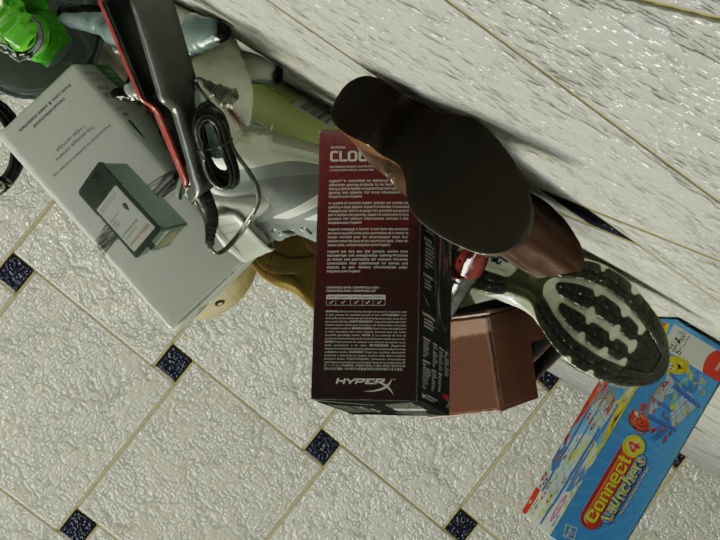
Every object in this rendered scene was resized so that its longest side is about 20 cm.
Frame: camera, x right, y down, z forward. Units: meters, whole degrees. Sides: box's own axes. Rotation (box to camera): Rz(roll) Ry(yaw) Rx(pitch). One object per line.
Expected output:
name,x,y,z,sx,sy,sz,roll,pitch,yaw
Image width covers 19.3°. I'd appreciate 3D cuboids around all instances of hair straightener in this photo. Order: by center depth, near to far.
hair straightener,-0.115,-0.103,1.433,0.077,0.041,0.201,4,117,46

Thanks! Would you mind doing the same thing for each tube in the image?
tube,-0.089,-0.135,1.640,0.200,0.052,0.058,34,144,19

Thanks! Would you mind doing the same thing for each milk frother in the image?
milk frother,-0.293,-0.154,1.805,0.180,0.201,0.188,20,176,11

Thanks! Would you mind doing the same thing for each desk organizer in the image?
desk organizer,0.120,0.062,1.682,0.071,0.077,0.200,-8,-178,30

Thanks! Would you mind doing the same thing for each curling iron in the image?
curling iron,0.074,0.003,1.514,0.025,0.050,0.200,22,150,-7

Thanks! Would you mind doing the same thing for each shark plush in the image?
shark plush,-0.152,-0.154,1.519,0.199,0.084,0.091,30,178,21

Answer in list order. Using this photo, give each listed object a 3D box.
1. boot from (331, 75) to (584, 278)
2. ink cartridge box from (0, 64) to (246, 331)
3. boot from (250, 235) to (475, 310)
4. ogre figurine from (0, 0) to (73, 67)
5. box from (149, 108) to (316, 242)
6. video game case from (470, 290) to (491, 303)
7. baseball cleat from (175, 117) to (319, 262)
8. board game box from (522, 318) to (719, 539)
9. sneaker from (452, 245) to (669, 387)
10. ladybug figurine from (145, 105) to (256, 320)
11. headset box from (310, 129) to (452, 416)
boot,0.091,-0.029,1.287,0.200,0.064,0.186,37,-173,-46
ink cartridge box,-0.171,-0.059,1.646,0.200,0.084,0.146,48,-173,-2
boot,0.000,0.000,1.743,0.154,0.072,0.200,16,-162,-46
ogre figurine,-0.281,-0.220,1.609,0.199,0.098,0.120,28,174,29
box,-0.092,-0.099,1.673,0.136,0.040,0.200,24,-162,-28
video game case,0.047,-0.022,1.903,0.199,0.024,0.182,30,-161,20
baseball cleat,-0.038,-0.048,1.563,0.199,0.107,0.070,19,-161,-12
board game box,0.214,0.136,1.726,0.056,0.196,0.200,31,178,-1
sneaker,0.155,0.015,1.596,0.200,0.077,0.089,38,-169,19
ladybug figurine,-0.139,-0.056,1.777,0.072,0.136,0.201,-5,111,41
headset box,0.018,-0.005,1.440,0.075,0.201,0.149,0,173,10
